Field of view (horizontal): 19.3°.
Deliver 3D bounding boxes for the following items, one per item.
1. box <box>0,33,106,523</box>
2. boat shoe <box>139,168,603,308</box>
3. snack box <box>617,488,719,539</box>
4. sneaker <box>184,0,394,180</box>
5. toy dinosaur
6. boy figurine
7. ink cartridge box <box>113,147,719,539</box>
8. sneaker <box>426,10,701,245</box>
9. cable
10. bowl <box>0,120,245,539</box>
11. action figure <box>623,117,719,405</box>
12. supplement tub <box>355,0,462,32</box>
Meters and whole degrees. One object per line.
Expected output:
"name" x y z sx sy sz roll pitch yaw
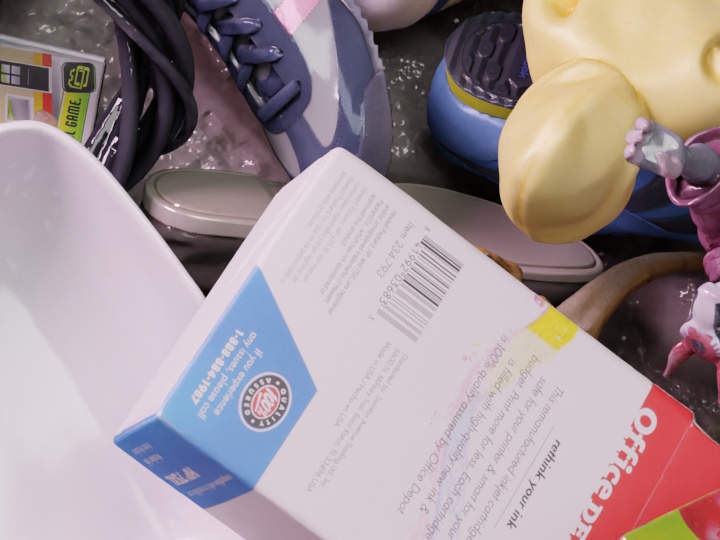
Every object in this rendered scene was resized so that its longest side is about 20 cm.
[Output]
"box" -0.169 -0.002 0.828 0.110 0.035 0.201 11 63 -11
"boat shoe" 0.000 0.000 0.873 0.199 0.057 0.067 7 28 -17
"snack box" 0.172 0.147 0.627 0.142 0.053 0.200 -18 64 -34
"sneaker" -0.054 -0.111 0.850 0.082 0.070 0.201 -7 65 -40
"toy dinosaur" 0.074 0.033 0.839 0.106 0.060 0.200 51 61 -30
"boy figurine" 0.119 -0.088 0.839 0.124 0.065 0.200 26 57 13
"ink cartridge box" 0.031 0.067 0.727 0.200 0.067 0.116 37 68 -9
"sneaker" 0.123 -0.043 0.893 0.199 0.079 0.066 20 53 11
"cable" -0.151 -0.071 0.774 0.199 0.051 0.164 21 93 -29
"bowl" -0.140 0.071 0.736 0.199 0.075 0.200 -34 92 -25
"action figure" 0.175 -0.040 0.794 0.134 0.149 0.200 38 95 3
"supplement tub" 0.058 -0.202 0.925 0.199 0.145 0.145 -26 75 -25
